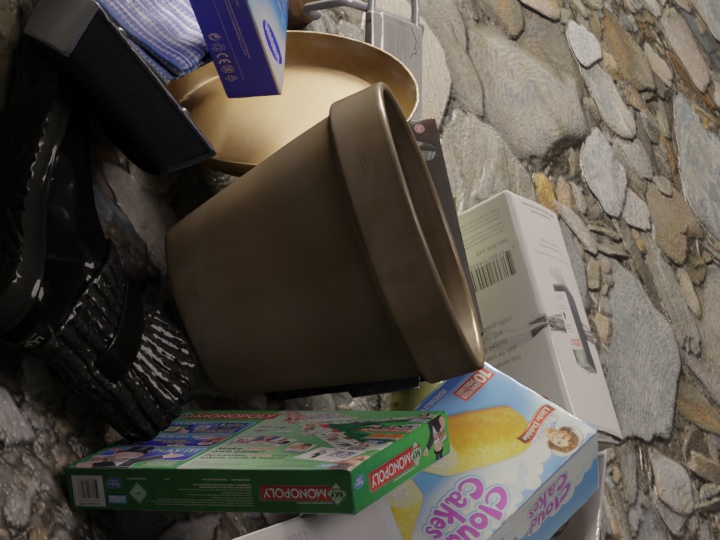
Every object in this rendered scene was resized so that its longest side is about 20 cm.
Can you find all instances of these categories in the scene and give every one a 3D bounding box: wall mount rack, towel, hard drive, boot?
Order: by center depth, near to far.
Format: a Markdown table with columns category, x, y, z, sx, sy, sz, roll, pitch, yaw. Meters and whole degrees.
| category | x | y | z | sx | sy | sz | roll | pitch | yaw |
| --- | --- | --- | --- | --- | --- | --- | --- | --- | --- |
| boot | -0.173 | -0.008 | 1.368 | 0.157 | 0.079 | 0.213 | 36 | 44 | -34 |
| hard drive | -0.164 | -0.124 | 1.415 | 0.135 | 0.042 | 0.200 | 52 | -7 | -19 |
| towel | -0.158 | -0.199 | 1.522 | 0.145 | 0.024 | 0.200 | 44 | 14 | -3 |
| wall mount rack | 0.021 | -0.145 | 1.764 | 0.173 | 0.074 | 0.202 | 12 | 76 | -50 |

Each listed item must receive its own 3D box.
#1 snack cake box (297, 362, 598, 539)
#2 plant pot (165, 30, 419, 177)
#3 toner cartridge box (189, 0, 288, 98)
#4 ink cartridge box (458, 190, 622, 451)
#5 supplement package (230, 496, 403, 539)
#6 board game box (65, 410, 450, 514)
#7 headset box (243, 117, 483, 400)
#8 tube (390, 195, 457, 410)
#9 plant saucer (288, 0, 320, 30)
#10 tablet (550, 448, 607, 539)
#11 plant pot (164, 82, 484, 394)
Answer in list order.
| category | x | y | z | sx | sy | sz | roll | pitch | yaw |
| --- | --- | --- | --- | --- | --- | --- | --- | --- | --- |
| snack cake box | 0.059 | 0.162 | 1.469 | 0.200 | 0.115 | 0.068 | -40 | 144 | -31 |
| plant pot | -0.056 | -0.117 | 1.567 | 0.201 | 0.198 | 0.028 | -68 | 161 | -53 |
| toner cartridge box | -0.092 | -0.215 | 1.489 | 0.200 | 0.043 | 0.096 | 71 | 20 | -58 |
| ink cartridge box | 0.103 | 0.063 | 1.677 | 0.085 | 0.145 | 0.202 | 20 | 50 | -52 |
| supplement package | -0.063 | 0.239 | 1.265 | 0.199 | 0.150 | 0.153 | -10 | 74 | -59 |
| board game box | -0.062 | 0.116 | 1.325 | 0.134 | 0.198 | 0.029 | -22 | 108 | -60 |
| headset box | 0.000 | 0.000 | 1.559 | 0.075 | 0.147 | 0.202 | 101 | -20 | -62 |
| tube | 0.050 | 0.048 | 1.636 | 0.052 | 0.058 | 0.202 | 23 | 69 | -60 |
| plant saucer | -0.059 | -0.285 | 1.737 | 0.200 | 0.029 | 0.202 | -1 | 90 | -73 |
| tablet | 0.149 | 0.207 | 1.657 | 0.014 | 0.130 | 0.201 | 28 | 39 | -12 |
| plant pot | -0.030 | -0.001 | 1.422 | 0.200 | 0.172 | 0.202 | -20 | 90 | -84 |
